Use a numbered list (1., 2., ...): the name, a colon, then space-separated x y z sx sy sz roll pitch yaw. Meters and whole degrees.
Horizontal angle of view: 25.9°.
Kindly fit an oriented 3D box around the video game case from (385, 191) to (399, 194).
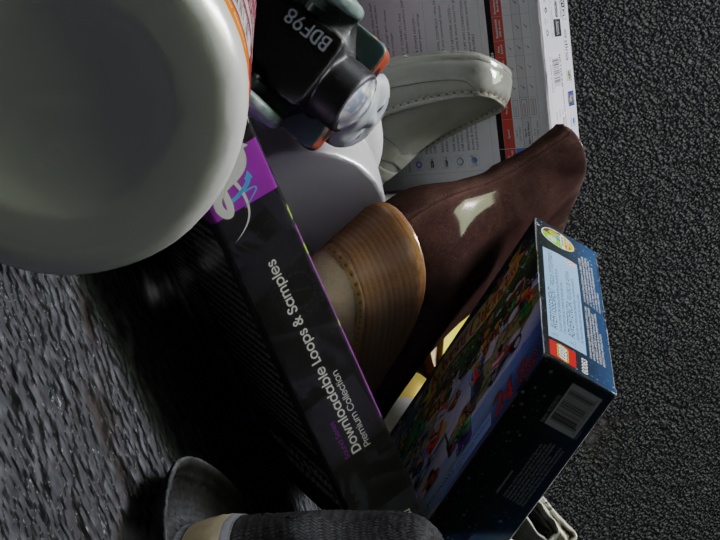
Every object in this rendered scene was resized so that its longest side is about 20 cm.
1. video game case: 0.021 -0.010 1.063 0.199 0.018 0.145 -3 69 -42

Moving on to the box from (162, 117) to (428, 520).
1. box: -0.045 0.015 0.681 0.143 0.036 0.202 32 -33 62

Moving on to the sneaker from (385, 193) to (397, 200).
1. sneaker: 0.000 0.000 0.923 0.199 0.077 0.081 -14 50 -45

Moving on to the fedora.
1. fedora: -0.003 0.144 0.582 0.201 0.091 0.203 -21 90 -84

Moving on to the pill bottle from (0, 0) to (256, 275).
1. pill bottle: -0.089 -0.087 0.520 0.200 0.108 0.110 -95 163 -65

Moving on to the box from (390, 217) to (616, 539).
1. box: 0.046 0.089 0.731 0.037 0.201 0.137 28 24 -9

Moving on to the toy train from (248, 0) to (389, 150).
1. toy train: -0.067 -0.130 0.719 0.199 0.086 0.114 39 4 12

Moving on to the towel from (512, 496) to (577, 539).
1. towel: 0.078 0.140 1.133 0.193 0.034 0.200 55 -15 18

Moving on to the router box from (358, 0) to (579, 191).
1. router box: 0.037 -0.152 0.966 0.049 0.178 0.203 -23 109 -60

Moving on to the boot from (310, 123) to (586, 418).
1. boot: 0.038 0.023 0.808 0.073 0.165 0.201 52 -22 25

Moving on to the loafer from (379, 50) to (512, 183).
1. loafer: 0.004 -0.075 0.926 0.070 0.199 0.071 20 62 -46

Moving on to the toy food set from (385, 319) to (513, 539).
1. toy food set: 0.054 0.069 0.981 0.143 0.060 0.202 29 47 -23

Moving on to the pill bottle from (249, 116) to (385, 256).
1. pill bottle: -0.050 -0.091 0.843 0.201 0.112 0.114 -104 170 -45
